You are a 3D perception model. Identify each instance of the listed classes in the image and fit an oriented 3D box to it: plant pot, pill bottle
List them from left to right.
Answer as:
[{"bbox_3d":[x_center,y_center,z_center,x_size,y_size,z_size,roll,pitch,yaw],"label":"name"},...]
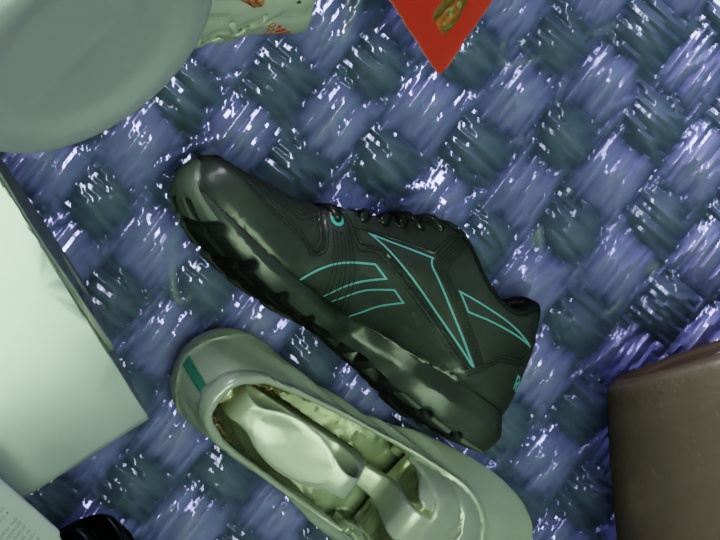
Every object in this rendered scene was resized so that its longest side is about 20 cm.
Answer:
[{"bbox_3d":[-0.150,-0.153,0.928,0.115,0.201,0.116,-27,153,-15],"label":"pill bottle"},{"bbox_3d":[0.190,0.118,1.101,0.199,0.200,0.176,-18,90,-9],"label":"plant pot"}]

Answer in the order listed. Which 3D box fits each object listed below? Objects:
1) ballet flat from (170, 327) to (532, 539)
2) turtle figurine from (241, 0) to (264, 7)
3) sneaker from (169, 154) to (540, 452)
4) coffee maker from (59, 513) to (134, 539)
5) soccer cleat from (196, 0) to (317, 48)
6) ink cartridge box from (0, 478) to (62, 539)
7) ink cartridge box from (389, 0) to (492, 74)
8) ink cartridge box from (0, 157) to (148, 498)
[{"bbox_3d":[-0.001,0.097,1.100,0.199,0.069,0.070,33,93,-19],"label":"ballet flat"},{"bbox_3d":[-0.079,-0.210,0.956,0.064,0.161,0.202,-25,113,-25],"label":"turtle figurine"},{"bbox_3d":[0.000,0.000,1.082,0.200,0.075,0.080,38,82,-28],"label":"sneaker"},{"bbox_3d":[-0.093,0.214,1.086,0.192,0.134,0.201,-40,112,-27],"label":"coffee maker"},{"bbox_3d":[-0.063,-0.121,1.034,0.199,0.069,0.078,-37,112,-6],"label":"soccer cleat"},{"bbox_3d":[-0.190,0.140,0.914,0.161,0.050,0.200,-52,136,-11],"label":"ink cartridge box"},{"bbox_3d":[0.055,-0.186,0.978,0.163,0.057,0.200,-54,141,-10],"label":"ink cartridge box"},{"bbox_3d":[-0.211,0.036,0.991,0.199,0.145,0.145,-31,109,-6],"label":"ink cartridge box"}]
